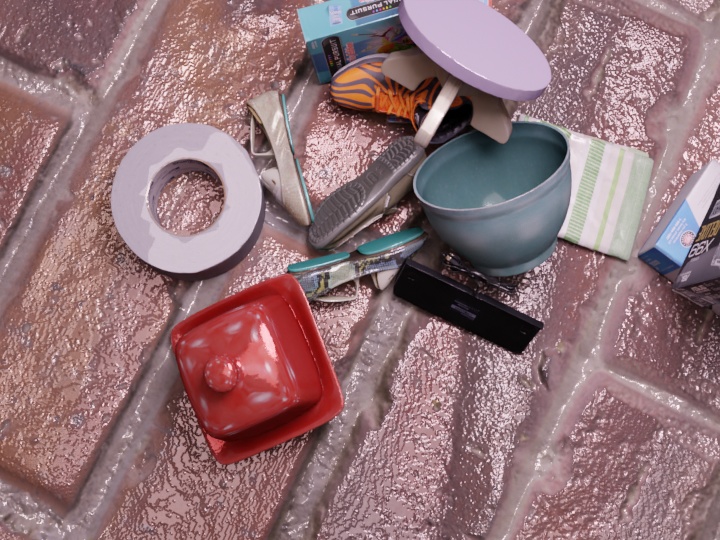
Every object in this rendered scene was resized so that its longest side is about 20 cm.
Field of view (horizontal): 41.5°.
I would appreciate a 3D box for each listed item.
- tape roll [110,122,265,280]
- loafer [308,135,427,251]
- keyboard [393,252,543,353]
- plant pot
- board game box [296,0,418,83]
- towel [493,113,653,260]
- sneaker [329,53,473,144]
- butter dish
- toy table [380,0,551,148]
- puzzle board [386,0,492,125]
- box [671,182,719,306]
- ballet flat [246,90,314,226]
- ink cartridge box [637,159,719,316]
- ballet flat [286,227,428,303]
[{"bbox_3d":[-0.227,-0.091,1.265,0.197,0.066,0.204,0,81,0],"label":"tape roll"},{"bbox_3d":[0.017,-0.089,1.263,0.199,0.070,0.075,-39,40,8],"label":"loafer"},{"bbox_3d":[0.144,0.034,1.225,0.198,0.128,0.021,25,53,-1],"label":"keyboard"},{"bbox_3d":[0.179,-0.079,1.206,0.198,0.201,0.135,-24,121,-5],"label":"plant pot"},{"bbox_3d":[0.026,-0.318,1.249,0.197,0.151,0.048,-16,80,2],"label":"board game box"},{"bbox_3d":[0.291,-0.116,1.302,0.197,0.023,0.155,18,82,0],"label":"towel"},{"bbox_3d":[0.057,-0.224,1.247,0.197,0.078,0.113,-2,43,2],"label":"sneaker"},{"bbox_3d":[-0.149,0.124,1.176,0.198,0.148,0.202,-24,81,12],"label":"butter dish"},{"bbox_3d":[0.121,-0.245,1.159,0.199,0.118,0.184,40,51,7],"label":"toy table"},{"bbox_3d":[0.112,-0.304,1.331,0.148,0.017,0.203,1,81,-1],"label":"puzzle board"},{"bbox_3d":[0.455,-0.045,1.118,0.049,0.200,0.159,28,83,0],"label":"box"},{"bbox_3d":[-0.112,-0.145,1.278,0.061,0.068,0.203,-13,72,-5],"label":"ballet flat"},{"bbox_3d":[0.496,-0.024,1.258,0.199,0.084,0.146,37,82,5],"label":"ink cartridge box"},{"bbox_3d":[0.000,0.000,1.263,0.197,0.074,0.075,-16,81,-2],"label":"ballet flat"}]
